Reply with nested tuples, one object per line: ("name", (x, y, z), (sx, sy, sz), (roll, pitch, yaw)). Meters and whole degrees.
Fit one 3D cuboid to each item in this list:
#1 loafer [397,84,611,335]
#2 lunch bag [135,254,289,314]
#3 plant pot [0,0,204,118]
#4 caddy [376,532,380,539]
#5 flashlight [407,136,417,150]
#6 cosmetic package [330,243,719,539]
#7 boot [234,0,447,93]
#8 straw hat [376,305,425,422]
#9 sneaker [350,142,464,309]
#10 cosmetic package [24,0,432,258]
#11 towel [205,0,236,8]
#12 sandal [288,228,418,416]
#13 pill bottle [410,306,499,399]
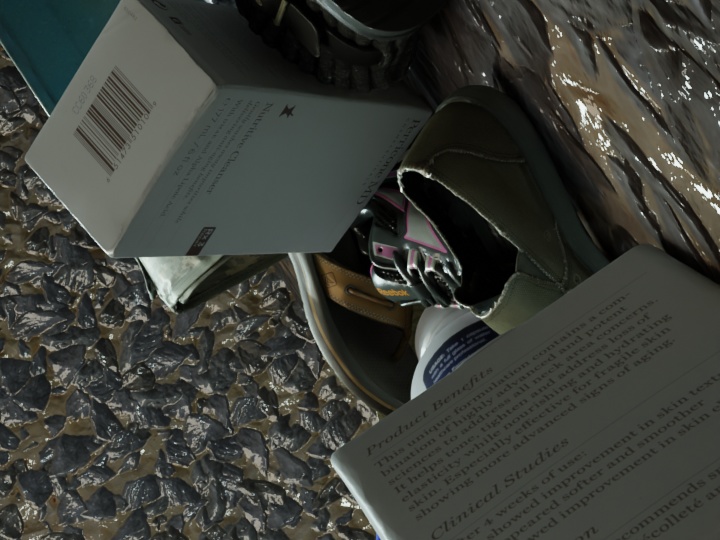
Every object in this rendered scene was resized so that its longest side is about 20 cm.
("loafer", (0.078, 0.013, 0.769), (0.200, 0.070, 0.075), (57, 149, -3))
("lunch bag", (-0.100, -0.084, 1.184), (0.164, 0.200, 0.118), (56, 175, 15))
("plant pot", (-0.128, -0.161, 1.050), (0.200, 0.188, 0.200), (55, 174, 8))
("caddy", (0.090, 0.218, 1.289), (0.105, 0.141, 0.200), (23, -134, -24))
("flashlight", (0.046, -0.011, 1.035), (0.200, 0.068, 0.068), (59, 157, -16))
("cosmetic package", (0.119, 0.120, 0.625), (0.166, 0.167, 0.200), (58, 175, -23))
("boot", (-0.040, -0.177, 0.755), (0.211, 0.079, 0.158), (56, 174, -3))
("straw hat", (0.088, 0.093, 1.131), (0.201, 0.085, 0.201), (49, -148, -46))
("sneaker", (0.052, -0.005, 0.908), (0.080, 0.086, 0.200), (57, 174, -27))
("cosmetic package", (-0.063, -0.072, 0.863), (0.081, 0.113, 0.200), (47, -154, 24))
("towel", (-0.105, -0.256, 0.873), (0.166, 0.086, 0.200), (49, 169, 45))
("sandal", (0.000, 0.000, 1.001), (0.082, 0.055, 0.200), (-28, -83, -61))
("pill bottle", (0.090, 0.086, 0.903), (0.111, 0.111, 0.200), (60, -175, -31))
